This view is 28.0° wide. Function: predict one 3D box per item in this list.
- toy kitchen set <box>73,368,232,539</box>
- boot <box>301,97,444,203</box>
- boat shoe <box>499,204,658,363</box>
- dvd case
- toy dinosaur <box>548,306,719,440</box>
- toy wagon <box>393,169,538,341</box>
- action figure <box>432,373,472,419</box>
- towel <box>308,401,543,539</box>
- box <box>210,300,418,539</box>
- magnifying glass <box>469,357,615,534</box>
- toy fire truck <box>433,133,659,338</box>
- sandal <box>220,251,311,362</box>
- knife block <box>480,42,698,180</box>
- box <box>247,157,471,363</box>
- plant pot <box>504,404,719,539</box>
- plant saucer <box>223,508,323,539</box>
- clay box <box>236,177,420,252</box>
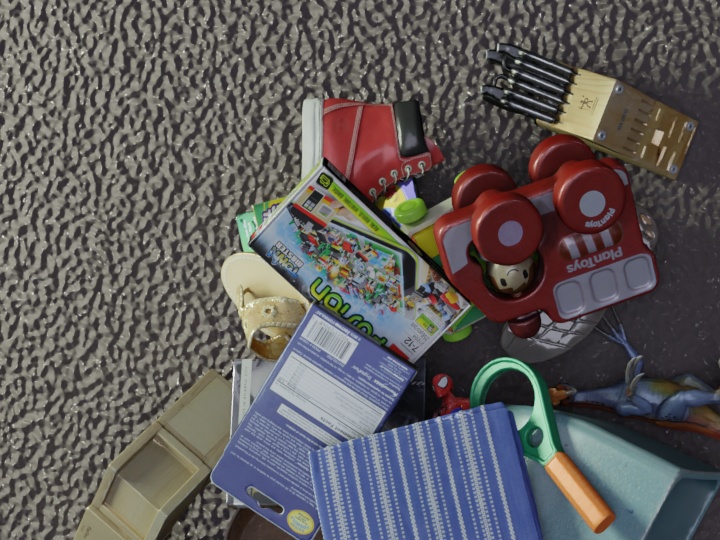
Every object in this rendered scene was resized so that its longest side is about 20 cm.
[{"bbox_3d":[-0.176,0.259,1.521,0.163,0.180,0.201,39,136,8],"label":"toy kitchen set"},{"bbox_3d":[0.012,-0.070,1.441,0.142,0.072,0.203,2,90,2],"label":"boot"},{"bbox_3d":[0.221,0.017,1.459,0.200,0.073,0.075,-43,90,1],"label":"boat shoe"},{"bbox_3d":[-0.033,0.161,1.435,0.197,0.016,0.151,-1,70,9],"label":"dvd case"},{"bbox_3d":[0.285,0.136,1.443,0.179,0.105,0.202,-21,95,17],"label":"toy dinosaur"},{"bbox_3d":[0.124,-0.024,1.450,0.198,0.040,0.157,-27,117,-5],"label":"toy wagon"},{"bbox_3d":[0.092,0.188,1.385,0.065,0.051,0.202,-37,44,36],"label":"action figure"},{"bbox_3d":[0.060,0.211,1.321,0.197,0.024,0.147,-13,69,0],"label":"towel"},{"bbox_3d":[-0.046,0.146,1.383,0.120,0.032,0.201,32,96,1],"label":"box"},{"bbox_3d":[0.169,0.161,1.337,0.080,0.022,0.201,-50,49,16],"label":"magnifying glass"},{"bbox_3d":[0.177,-0.022,1.375,0.197,0.112,0.170,-20,113,-2],"label":"toy fire truck"},{"bbox_3d":[-0.078,0.061,1.419,0.211,0.069,0.078,41,125,18],"label":"sandal"},{"bbox_3d":[0.219,-0.167,1.466,0.198,0.175,0.065,18,97,-39],"label":"knife block"},{"bbox_3d":[0.000,0.000,1.393,0.200,0.035,0.110,42,103,-11],"label":"box"},{"bbox_3d":[0.207,0.231,1.414,0.199,0.195,0.198,31,96,27],"label":"plant pot"},{"bbox_3d":[-0.056,0.306,1.484,0.198,0.037,0.203,8,71,-25],"label":"plant saucer"},{"bbox_3d":[-0.028,-0.029,1.502,0.197,0.048,0.117,-15,89,7],"label":"clay box"}]
